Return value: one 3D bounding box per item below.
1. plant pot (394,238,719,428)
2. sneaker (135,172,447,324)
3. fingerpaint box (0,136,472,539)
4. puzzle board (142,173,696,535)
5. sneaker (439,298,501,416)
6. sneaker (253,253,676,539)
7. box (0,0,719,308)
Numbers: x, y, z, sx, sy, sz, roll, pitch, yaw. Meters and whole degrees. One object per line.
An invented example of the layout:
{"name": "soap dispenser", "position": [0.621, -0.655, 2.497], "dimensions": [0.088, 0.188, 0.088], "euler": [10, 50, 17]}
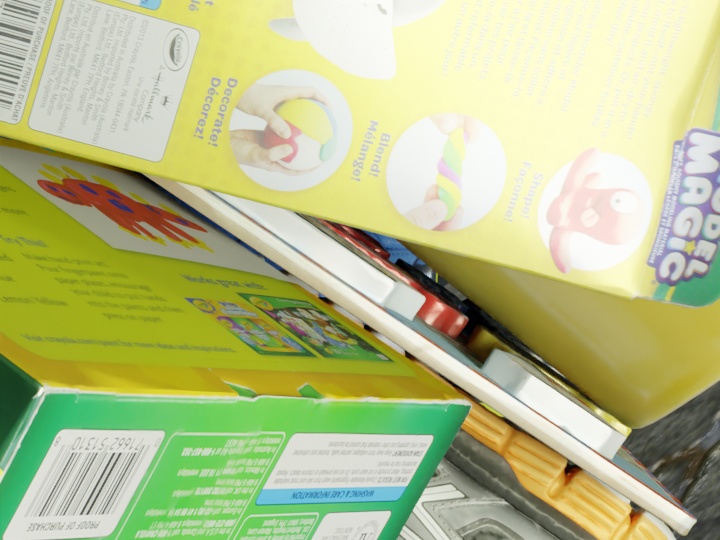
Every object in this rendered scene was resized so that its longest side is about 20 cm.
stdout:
{"name": "plant pot", "position": [0.065, -0.067, 0.829], "dimensions": [0.201, 0.189, 0.201], "euler": [-39, 179, -1]}
{"name": "sneaker", "position": [-0.022, -0.004, 1.005], "dimensions": [0.200, 0.078, 0.066], "euler": [-20, 148, -33]}
{"name": "fingerpaint box", "position": [-0.094, 0.016, 0.696], "dimensions": [0.073, 0.167, 0.200], "euler": [-61, 156, 11]}
{"name": "puzzle board", "position": [0.000, 0.000, 0.851], "dimensions": [0.017, 0.200, 0.151], "euler": [-56, -167, 2]}
{"name": "sneaker", "position": [0.025, 0.064, 1.065], "dimensions": [0.074, 0.081, 0.200], "euler": [-37, -171, -29]}
{"name": "sneaker", "position": [-0.006, 0.057, 0.863], "dimensions": [0.077, 0.200, 0.078], "euler": [-57, -179, -7]}
{"name": "box", "position": [0.012, -0.068, 0.703], "dimensions": [0.200, 0.048, 0.117], "euler": [15, 101, -15]}
